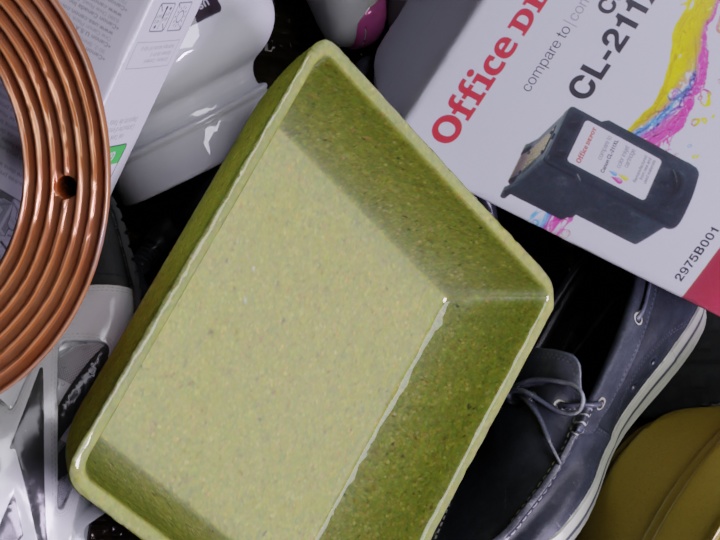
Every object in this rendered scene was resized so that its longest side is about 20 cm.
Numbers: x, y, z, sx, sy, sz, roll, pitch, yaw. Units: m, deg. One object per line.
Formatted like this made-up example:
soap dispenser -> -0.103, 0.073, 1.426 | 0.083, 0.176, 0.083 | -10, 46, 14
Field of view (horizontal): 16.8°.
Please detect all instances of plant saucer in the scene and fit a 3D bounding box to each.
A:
plant saucer -> -0.025, 0.038, 0.991 | 0.200, 0.048, 0.200 | 44, 69, -43

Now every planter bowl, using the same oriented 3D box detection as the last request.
planter bowl -> 0.151, 0.126, 1.113 | 0.200, 0.083, 0.201 | -39, 144, -35

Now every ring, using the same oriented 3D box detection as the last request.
ring -> -0.181, -0.042, 0.913 | 0.019, 0.200, 0.201 | -23, 95, -68

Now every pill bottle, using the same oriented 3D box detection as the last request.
pill bottle -> -0.109, -0.132, 1.002 | 0.112, 0.112, 0.200 | -30, 98, -32

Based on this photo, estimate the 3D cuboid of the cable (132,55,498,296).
cable -> 0.000, 0.000, 1.083 | 0.200, 0.051, 0.163 | -46, 106, -30

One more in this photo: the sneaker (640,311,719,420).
sneaker -> 0.174, -0.025, 1.183 | 0.086, 0.080, 0.201 | 9, 88, -57

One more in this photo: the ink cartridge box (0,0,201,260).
ink cartridge box -> -0.151, -0.049, 0.938 | 0.109, 0.200, 0.050 | 31, 17, 14

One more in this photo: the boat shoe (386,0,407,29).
boat shoe -> 0.089, -0.136, 1.160 | 0.200, 0.074, 0.066 | -1, 109, -36

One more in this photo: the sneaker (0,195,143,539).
sneaker -> -0.142, 0.054, 0.971 | 0.088, 0.074, 0.201 | 14, 74, -31

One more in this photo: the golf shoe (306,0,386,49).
golf shoe -> -0.051, -0.186, 1.082 | 0.091, 0.075, 0.200 | -22, 91, -17

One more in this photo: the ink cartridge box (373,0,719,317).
ink cartridge box -> 0.125, -0.082, 1.041 | 0.200, 0.146, 0.083 | 25, 26, -17

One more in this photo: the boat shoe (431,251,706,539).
boat shoe -> 0.083, 0.063, 1.082 | 0.200, 0.075, 0.062 | -52, 124, -23
